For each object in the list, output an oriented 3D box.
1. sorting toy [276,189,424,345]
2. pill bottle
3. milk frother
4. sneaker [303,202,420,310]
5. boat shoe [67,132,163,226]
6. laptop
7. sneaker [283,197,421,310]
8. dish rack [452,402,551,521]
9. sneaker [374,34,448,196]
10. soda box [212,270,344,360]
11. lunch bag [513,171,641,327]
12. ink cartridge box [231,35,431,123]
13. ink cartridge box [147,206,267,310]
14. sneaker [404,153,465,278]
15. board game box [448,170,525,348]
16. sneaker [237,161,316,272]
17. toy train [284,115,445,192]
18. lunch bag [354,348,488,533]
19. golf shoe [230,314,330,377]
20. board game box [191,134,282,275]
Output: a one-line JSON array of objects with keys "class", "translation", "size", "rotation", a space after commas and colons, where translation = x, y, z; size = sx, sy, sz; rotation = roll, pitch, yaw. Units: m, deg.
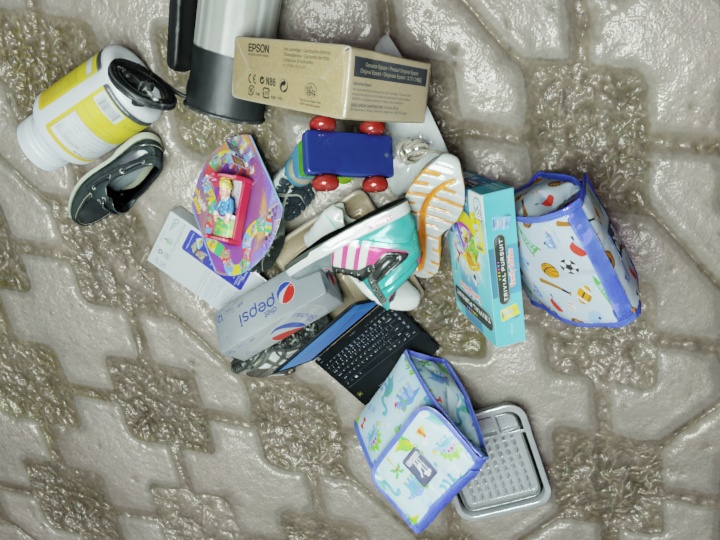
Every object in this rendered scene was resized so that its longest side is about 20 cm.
[{"class": "sorting toy", "translation": [-0.021, 0.000, 0.899], "size": [0.182, 0.037, 0.203], "rotation": [-29, 107, 17]}, {"class": "pill bottle", "translation": [-0.394, -0.226, 0.831], "size": [0.195, 0.113, 0.115], "rotation": [-24, 105, 16]}, {"class": "milk frother", "translation": [-0.203, -0.300, 0.729], "size": [0.174, 0.201, 0.194], "rotation": [17, 112, 6]}, {"class": "sneaker", "translation": [0.014, -0.017, 0.830], "size": [0.197, 0.071, 0.081], "rotation": [36, 110, -9]}, {"class": "boat shoe", "translation": [-0.371, -0.121, 0.879], "size": [0.197, 0.074, 0.067], "rotation": [-36, 66, 11]}, {"class": "laptop", "translation": [-0.001, 0.136, 0.883], "size": [0.176, 0.104, 0.200], "rotation": [-39, 111, 22]}, {"class": "sneaker", "translation": [0.000, 0.000, 0.768], "size": [0.195, 0.084, 0.124], "rotation": [-24, 100, 23]}, {"class": "dish rack", "translation": [0.216, 0.317, 0.968], "size": [0.166, 0.044, 0.206], "rotation": [-19, 106, 14]}, {"class": "sneaker", "translation": [0.041, -0.203, 0.792], "size": [0.113, 0.074, 0.204], "rotation": [-25, 106, 13]}, {"class": "soda box", "translation": [-0.125, 0.059, 0.864], "size": [0.196, 0.063, 0.070], "rotation": [-30, 61, 15]}, {"class": "lunch bag", "translation": [0.269, -0.029, 0.745], "size": [0.122, 0.200, 0.173], "rotation": [-33, 102, 2]}, {"class": "ink cartridge box", "translation": [-0.036, -0.233, 0.704], "size": [0.196, 0.162, 0.078], "rotation": [20, 113, 35]}, {"class": "ink cartridge box", "translation": [-0.238, -0.003, 0.927], "size": [0.197, 0.039, 0.100], "rotation": [37, 111, -4]}, {"class": "sneaker", "translation": [0.097, -0.082, 0.789], "size": [0.076, 0.079, 0.203], "rotation": [19, 140, 5]}, {"class": "board game box", "translation": [0.167, -0.021, 0.792], "size": [0.045, 0.151, 0.207], "rotation": [-12, 108, -8]}, {"class": "sneaker", "translation": [-0.135, -0.105, 0.853], "size": [0.086, 0.077, 0.203], "rotation": [37, 95, 36]}, {"class": "toy train", "translation": [0.002, -0.141, 0.756], "size": [0.193, 0.115, 0.088], "rotation": [-3, 89, -27]}, {"class": "lunch bag", "translation": [0.092, 0.256, 0.872], "size": [0.125, 0.202, 0.172], "rotation": [16, 120, -36]}, {"class": "golf shoe", "translation": [-0.118, 0.119, 0.935], "size": [0.195, 0.080, 0.094], "rotation": [-23, 142, 25]}, {"class": "board game box", "translation": [-0.195, -0.096, 0.826], "size": [0.157, 0.038, 0.204], "rotation": [-39, 64, 25]}]
